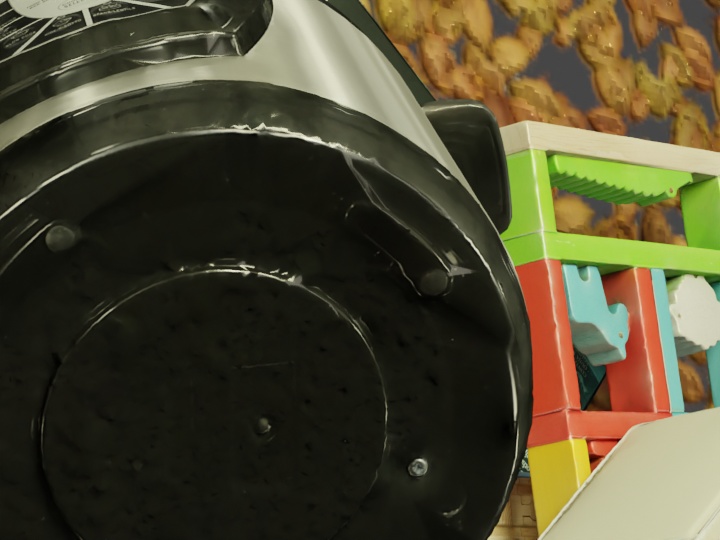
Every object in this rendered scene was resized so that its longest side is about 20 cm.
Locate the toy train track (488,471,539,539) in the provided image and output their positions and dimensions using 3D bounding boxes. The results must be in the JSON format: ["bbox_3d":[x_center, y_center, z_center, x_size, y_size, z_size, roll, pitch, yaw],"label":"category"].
[{"bbox_3d":[0.050,0.079,0.914,0.200,0.032,0.115,7,74,-43],"label":"toy train track"}]

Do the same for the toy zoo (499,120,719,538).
[{"bbox_3d":[0.101,0.053,0.946,0.131,0.020,0.200,6,74,-51],"label":"toy zoo"}]

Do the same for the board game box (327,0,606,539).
[{"bbox_3d":[0.000,0.000,0.932,0.200,0.028,0.135,51,50,-19],"label":"board game box"}]

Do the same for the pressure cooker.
[{"bbox_3d":[-0.055,0.005,0.758,0.176,0.179,0.200,29,14,-19],"label":"pressure cooker"}]

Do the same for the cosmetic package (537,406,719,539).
[{"bbox_3d":[0.135,0.151,0.879,0.105,0.071,0.200,-40,110,-51],"label":"cosmetic package"}]
